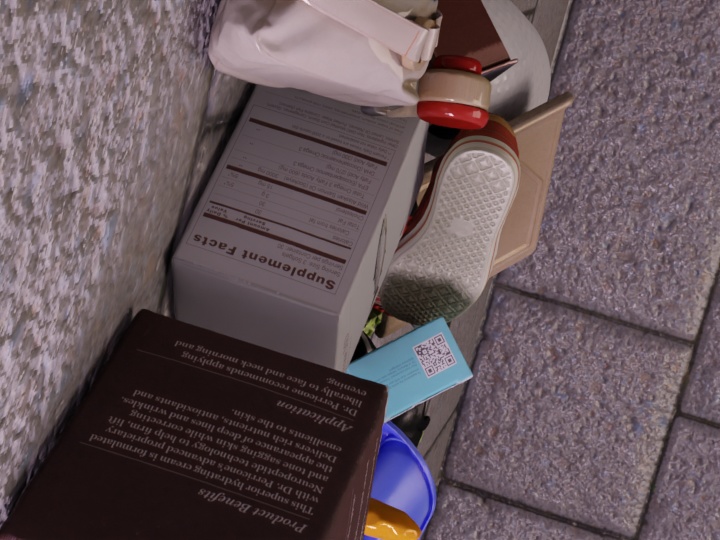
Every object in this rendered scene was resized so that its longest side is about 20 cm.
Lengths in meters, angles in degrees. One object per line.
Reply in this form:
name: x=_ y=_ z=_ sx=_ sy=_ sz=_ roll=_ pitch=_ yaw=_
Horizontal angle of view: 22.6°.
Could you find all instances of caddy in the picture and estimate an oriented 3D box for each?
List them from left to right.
caddy: x=-0.015 y=0.195 z=1.517 sx=0.105 sy=0.141 sz=0.201 roll=-46 pitch=165 yaw=-40

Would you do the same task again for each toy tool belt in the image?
toy tool belt: x=0.006 y=-0.165 z=1.081 sx=0.124 sy=0.199 sz=0.124 roll=4 pitch=-96 yaw=54

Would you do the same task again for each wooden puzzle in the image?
wooden puzzle: x=0.090 y=-0.049 z=1.505 sx=0.184 sy=0.037 sz=0.201 roll=-28 pitch=147 yaw=-32

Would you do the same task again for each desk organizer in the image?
desk organizer: x=0.017 y=-0.135 z=1.305 sx=0.071 sy=0.078 sz=0.200 roll=-23 pitch=174 yaw=-37

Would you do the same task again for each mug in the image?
mug: x=0.054 y=-0.155 z=1.506 sx=0.200 sy=0.148 sz=0.175 roll=-49 pitch=163 yaw=8

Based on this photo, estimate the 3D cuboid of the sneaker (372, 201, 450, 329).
sneaker: x=-0.001 y=-0.001 z=1.371 sx=0.067 sy=0.107 sz=0.202 roll=59 pitch=-6 yaw=38

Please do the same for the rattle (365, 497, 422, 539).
rattle: x=-0.026 y=0.085 z=1.266 sx=0.130 sy=0.142 sz=0.201 roll=42 pitch=50 yaw=-39

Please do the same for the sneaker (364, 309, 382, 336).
sneaker: x=-0.011 y=0.035 z=1.552 sx=0.075 sy=0.076 sz=0.202 roll=-12 pitch=116 yaw=-59

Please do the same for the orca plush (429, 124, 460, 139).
orca plush: x=0.026 y=-0.189 z=1.354 sx=0.105 sy=0.070 sz=0.202 roll=-97 pitch=169 yaw=-79

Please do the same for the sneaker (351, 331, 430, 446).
sneaker: x=0.014 y=0.095 z=1.542 sx=0.083 sy=0.071 sz=0.201 roll=-49 pitch=146 yaw=-24

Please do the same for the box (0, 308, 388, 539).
box: x=-0.095 y=0.162 z=1.036 sx=0.201 sy=0.164 sz=0.165 roll=-62 pitch=167 yaw=-48

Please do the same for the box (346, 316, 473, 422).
box: x=0.021 y=0.083 z=1.352 sx=0.082 sy=0.049 sz=0.200 roll=-26 pitch=177 yaw=-10

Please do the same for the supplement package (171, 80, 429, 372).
supplement package: x=-0.036 y=-0.035 z=1.196 sx=0.117 sy=0.116 sz=0.201 roll=97 pitch=14 yaw=-57

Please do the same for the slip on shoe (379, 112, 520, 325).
slip on shoe: x=0.067 y=-0.032 z=1.288 sx=0.061 sy=0.073 sz=0.201 roll=-73 pitch=-176 yaw=-46
